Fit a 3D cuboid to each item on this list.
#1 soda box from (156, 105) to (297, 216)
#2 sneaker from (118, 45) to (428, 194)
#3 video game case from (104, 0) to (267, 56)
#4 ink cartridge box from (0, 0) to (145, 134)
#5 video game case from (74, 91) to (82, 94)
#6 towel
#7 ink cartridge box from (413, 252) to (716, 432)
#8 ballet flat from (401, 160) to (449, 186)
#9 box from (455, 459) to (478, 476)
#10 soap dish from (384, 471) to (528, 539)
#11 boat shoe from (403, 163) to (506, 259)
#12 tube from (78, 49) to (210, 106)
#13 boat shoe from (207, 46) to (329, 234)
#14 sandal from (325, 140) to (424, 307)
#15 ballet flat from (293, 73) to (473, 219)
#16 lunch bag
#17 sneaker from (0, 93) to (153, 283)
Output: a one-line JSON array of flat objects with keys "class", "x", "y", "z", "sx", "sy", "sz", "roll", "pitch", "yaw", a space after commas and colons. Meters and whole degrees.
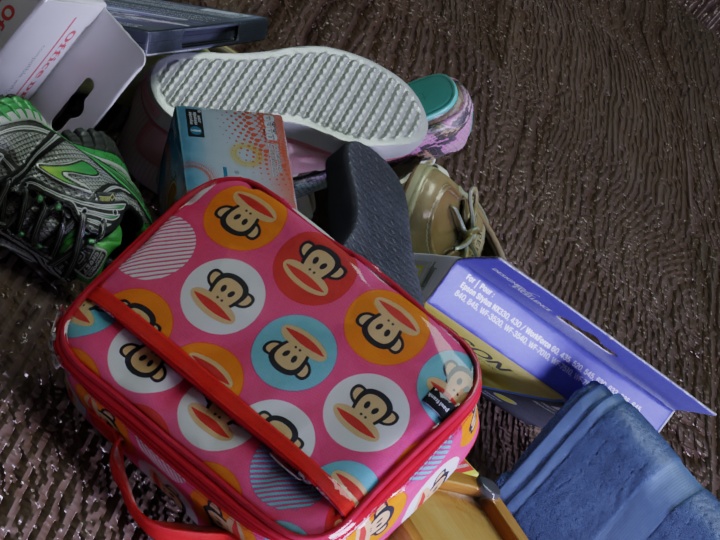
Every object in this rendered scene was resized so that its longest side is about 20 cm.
[{"class": "soda box", "x": -0.071, "y": 0.000, "z": 1.470, "sx": 0.068, "sy": 0.064, "sz": 0.201, "roll": 5, "pitch": 46, "yaw": -16}, {"class": "sneaker", "x": -0.062, "y": -0.087, "z": 1.674, "sx": 0.199, "sy": 0.105, "sz": 0.076, "roll": 1, "pitch": 59, "yaw": -28}, {"class": "video game case", "x": -0.159, "y": -0.158, "z": 1.644, "sx": 0.142, "sy": 0.019, "sz": 0.200, "roll": 11, "pitch": 12, "yaw": 17}, {"class": "ink cartridge box", "x": -0.230, "y": -0.152, "z": 1.500, "sx": 0.200, "sy": 0.116, "sz": 0.068, "roll": 47, "pitch": 20, "yaw": 18}, {"class": "video game case", "x": -0.220, "y": -0.171, "z": 1.723, "sx": 0.143, "sy": 0.017, "sz": 0.200, "roll": 46, "pitch": 18, "yaw": 12}, {"class": "towel", "x": 0.177, "y": 0.172, "z": 1.611, "sx": 0.200, "sy": 0.112, "sz": 0.048, "roll": 50, "pitch": 20, "yaw": 25}, {"class": "ink cartridge box", "x": 0.099, "y": 0.052, "z": 1.690, "sx": 0.197, "sy": 0.047, "sz": 0.200, "roll": 35, "pitch": -11, "yaw": -25}, {"class": "ballet flat", "x": 0.038, "y": -0.062, "z": 1.936, "sx": 0.068, "sy": 0.063, "sz": 0.200, "roll": 29, "pitch": 22, "yaw": -36}, {"class": "box", "x": -0.023, "y": 0.068, "z": 1.536, "sx": 0.200, "sy": 0.050, "sz": 0.075, "roll": 48, "pitch": 19, "yaw": 17}, {"class": "soap dish", "x": 0.050, "y": 0.186, "z": 1.371, "sx": 0.157, "sy": 0.081, "sz": 0.200, "roll": 19, "pitch": 30, "yaw": -51}, {"class": "boat shoe", "x": 0.069, "y": -0.013, "z": 1.772, "sx": 0.062, "sy": 0.074, "sz": 0.200, "roll": 20, "pitch": -13, "yaw": 21}, {"class": "tube", "x": -0.157, "y": -0.129, "z": 1.656, "sx": 0.200, "sy": 0.058, "sz": 0.052, "roll": 0, "pitch": 67, "yaw": -64}, {"class": "boat shoe", "x": -0.050, "y": -0.089, "z": 1.801, "sx": 0.200, "sy": 0.072, "sz": 0.068, "roll": 43, "pitch": 14, "yaw": -7}, {"class": "sandal", "x": 0.000, "y": 0.000, "z": 1.573, "sx": 0.076, "sy": 0.043, "sz": 0.201, "roll": 42, "pitch": 26, "yaw": -23}, {"class": "ballet flat", "x": -0.019, "y": -0.074, "z": 1.738, "sx": 0.069, "sy": 0.199, "sz": 0.071, "roll": -108, "pitch": -176, "yaw": -45}, {"class": "lunch bag", "x": -0.056, "y": 0.064, "z": 1.325, "sx": 0.200, "sy": 0.176, "sz": 0.082, "roll": 37, "pitch": -25, "yaw": 20}, {"class": "sneaker", "x": -0.172, "y": -0.039, "z": 1.429, "sx": 0.085, "sy": 0.078, "sz": 0.200, "roll": 50, "pitch": 19, "yaw": 22}]
